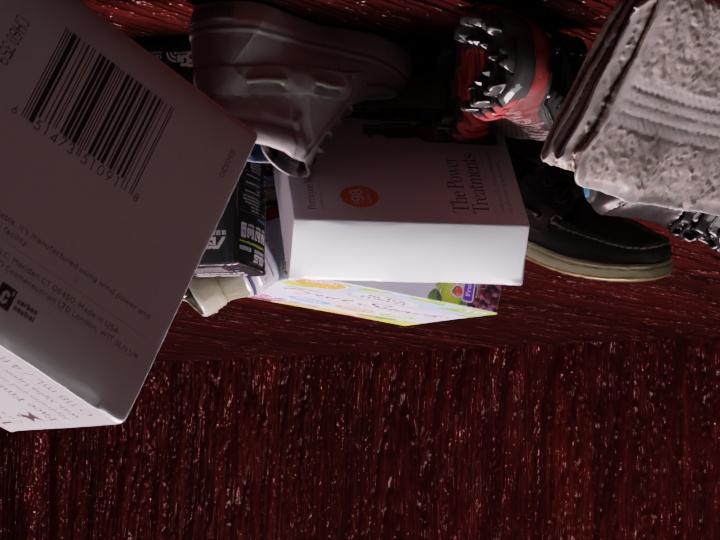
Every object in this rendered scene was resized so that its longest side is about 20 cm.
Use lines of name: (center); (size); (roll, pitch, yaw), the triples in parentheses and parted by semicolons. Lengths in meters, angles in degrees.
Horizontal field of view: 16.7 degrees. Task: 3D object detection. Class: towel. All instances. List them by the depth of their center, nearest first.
towel: (0.196, -0.102, 1.448); (0.199, 0.133, 0.034); (6, -154, -48)

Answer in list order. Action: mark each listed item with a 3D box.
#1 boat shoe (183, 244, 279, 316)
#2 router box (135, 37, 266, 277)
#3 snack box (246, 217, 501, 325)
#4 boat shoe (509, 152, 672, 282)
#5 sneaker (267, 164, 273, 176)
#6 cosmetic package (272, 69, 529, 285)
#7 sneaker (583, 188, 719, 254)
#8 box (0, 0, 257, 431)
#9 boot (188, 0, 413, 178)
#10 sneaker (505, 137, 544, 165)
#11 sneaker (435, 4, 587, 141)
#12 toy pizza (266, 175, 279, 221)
boat shoe: (-0.116, -0.011, 1.691); (0.062, 0.072, 0.200); (-29, -167, -14)
router box: (-0.160, -0.071, 1.597); (0.199, 0.151, 0.062); (-2, 172, 16)
snack box: (0.000, 0.000, 1.701); (0.142, 0.053, 0.200); (10, 173, -17)
boat shoe: (0.127, -0.044, 1.651); (0.072, 0.066, 0.200); (-9, -158, -43)
sneaker: (-0.054, -0.088, 1.830); (0.090, 0.075, 0.200); (13, 160, -35)
cosmetic package: (0.020, -0.065, 1.592); (0.150, 0.052, 0.200); (-1, -147, -7)
sneaker: (0.242, -0.035, 1.575); (0.199, 0.082, 0.073); (2, 175, -5)
box: (-0.199, -0.042, 1.382); (0.199, 0.201, 0.130); (36, 156, -28)
boot: (-0.037, -0.104, 1.537); (0.073, 0.096, 0.200); (-5, 172, 38)
sneaker: (0.140, -0.076, 1.776); (0.199, 0.091, 0.076); (-1, 160, -3)
sneaker: (0.103, -0.121, 1.504); (0.097, 0.071, 0.200); (1, 175, -5)
toy pizza: (-0.047, -0.034, 1.828); (0.199, 0.032, 0.200); (-2, 168, 0)
